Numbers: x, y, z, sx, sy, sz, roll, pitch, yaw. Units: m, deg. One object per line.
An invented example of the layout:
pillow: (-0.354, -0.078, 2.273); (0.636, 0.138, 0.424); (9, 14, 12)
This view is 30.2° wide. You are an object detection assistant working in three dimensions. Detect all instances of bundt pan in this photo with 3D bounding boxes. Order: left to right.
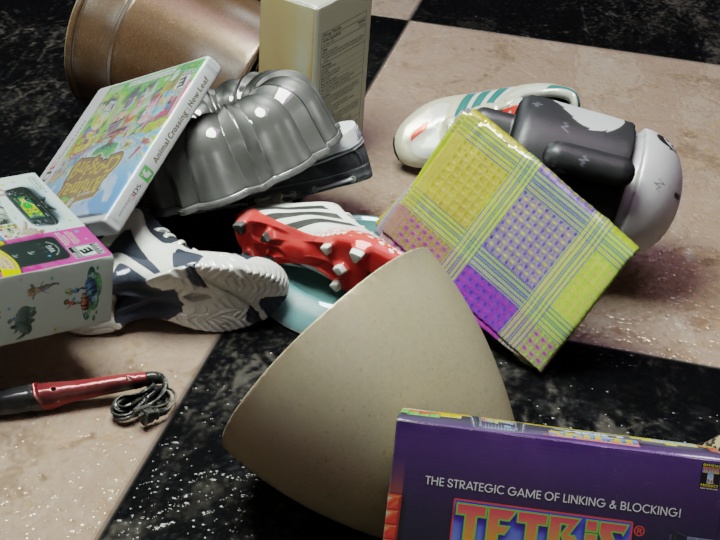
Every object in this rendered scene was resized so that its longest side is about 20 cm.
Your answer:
bundt pan: (-0.122, -0.126, 1.230); (0.202, 0.076, 0.202); (-19, 20, 7)

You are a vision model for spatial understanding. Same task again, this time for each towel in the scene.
towel: (0.118, -0.029, 1.125); (0.200, 0.144, 0.023); (41, 14, 19)

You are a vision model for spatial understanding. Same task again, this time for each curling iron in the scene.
curling iron: (-0.242, 0.101, 1.026); (0.200, 0.026, 0.050); (-2, 30, -8)

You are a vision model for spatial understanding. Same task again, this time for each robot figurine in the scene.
robot figurine: (0.189, -0.087, 1.199); (0.200, 0.125, 0.150); (16, 37, 2)

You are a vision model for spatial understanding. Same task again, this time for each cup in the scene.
cup: (0.026, 0.104, 0.923); (0.143, 0.200, 0.200); (45, 46, 13)

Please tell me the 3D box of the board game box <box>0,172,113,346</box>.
board game box: (-0.313, -0.002, 1.024); (0.200, 0.064, 0.148); (-15, 38, -34)

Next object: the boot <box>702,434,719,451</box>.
boot: (0.254, 0.188, 0.900); (0.150, 0.073, 0.200); (-18, 33, -30)

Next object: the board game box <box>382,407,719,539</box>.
board game box: (0.111, 0.179, 0.808); (0.200, 0.166, 0.057); (6, 3, 5)

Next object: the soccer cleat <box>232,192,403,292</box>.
soccer cleat: (-0.018, -0.022, 1.157); (0.200, 0.069, 0.085); (16, 39, 28)

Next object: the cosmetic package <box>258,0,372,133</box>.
cosmetic package: (-0.048, -0.195, 1.347); (0.071, 0.200, 0.105); (23, 36, 26)

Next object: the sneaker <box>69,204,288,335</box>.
sneaker: (-0.165, -0.012, 1.160); (0.199, 0.080, 0.130); (-9, 42, -1)

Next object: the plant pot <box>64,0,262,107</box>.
plant pot: (-0.172, -0.226, 1.411); (0.198, 0.200, 0.200); (27, 38, 18)

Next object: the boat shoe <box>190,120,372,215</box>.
boat shoe: (-0.087, -0.082, 1.290); (0.200, 0.068, 0.072); (-19, 20, 5)

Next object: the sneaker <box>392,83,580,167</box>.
sneaker: (0.132, -0.155, 1.371); (0.200, 0.070, 0.093); (-13, 3, -5)

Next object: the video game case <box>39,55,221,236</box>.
video game case: (-0.226, -0.104, 1.192); (0.200, 0.022, 0.182); (-3, 52, 51)

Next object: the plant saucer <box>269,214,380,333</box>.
plant saucer: (0.000, 0.000, 1.208); (0.200, 0.027, 0.200); (2, 32, -1)
